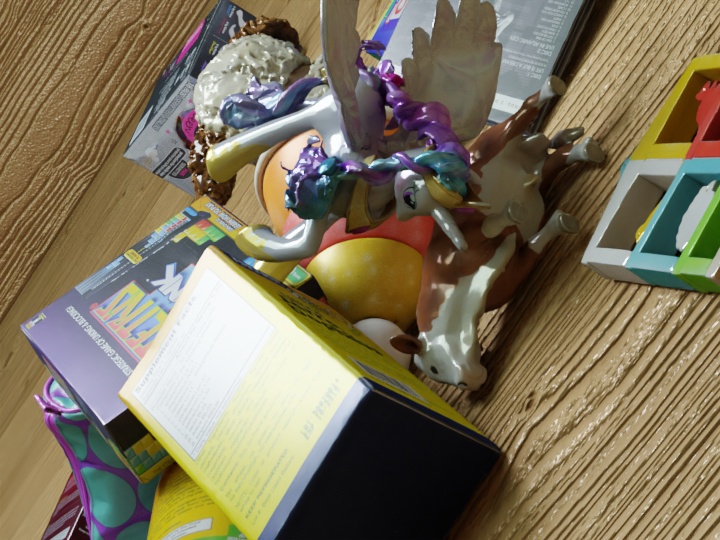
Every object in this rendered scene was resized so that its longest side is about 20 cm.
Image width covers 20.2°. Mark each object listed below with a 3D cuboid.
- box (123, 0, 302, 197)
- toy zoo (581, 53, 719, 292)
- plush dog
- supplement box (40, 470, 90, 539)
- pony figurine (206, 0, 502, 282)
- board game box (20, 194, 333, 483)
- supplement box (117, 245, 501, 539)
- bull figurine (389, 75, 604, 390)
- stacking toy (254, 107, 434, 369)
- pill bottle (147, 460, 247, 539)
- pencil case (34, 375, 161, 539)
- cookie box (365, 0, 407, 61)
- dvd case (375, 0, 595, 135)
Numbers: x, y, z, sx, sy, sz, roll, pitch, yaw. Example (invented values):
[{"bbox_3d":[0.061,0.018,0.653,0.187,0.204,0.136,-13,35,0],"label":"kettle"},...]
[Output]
[{"bbox_3d":[-0.171,-0.193,2.334,0.200,0.114,0.133,-43,23,52],"label":"box"},{"bbox_3d":[0.176,-0.053,1.034,0.132,0.020,0.200,-60,14,-4],"label":"toy zoo"},{"bbox_3d":[-0.046,-0.116,1.544,0.161,0.171,0.201,100,-171,-55],"label":"plush dog"},{"bbox_3d":[-0.227,0.195,1.840,0.109,0.061,0.201,-37,27,55],"label":"supplement box"},{"bbox_3d":[-0.001,-0.088,1.215,0.199,0.166,0.194,-15,67,41],"label":"pony figurine"},{"bbox_3d":[-0.124,0.039,1.355,0.165,0.057,0.200,-35,28,-12],"label":"board game box"},{"bbox_3d":[-0.033,0.086,1.152,0.109,0.109,0.200,-58,39,5],"label":"supplement box"},{"bbox_3d":[0.082,-0.024,1.213,0.121,0.065,0.201,-40,26,44],"label":"bull figurine"},{"bbox_3d":[0.000,0.000,1.375,0.146,0.145,0.201,-46,34,42],"label":"stacking toy"},{"bbox_3d":[-0.079,0.169,1.275,0.111,0.111,0.200,-53,16,23],"label":"pill bottle"},{"bbox_3d":[-0.175,0.161,1.482,0.092,0.201,0.085,-22,30,-23],"label":"pencil case"},{"bbox_3d":[0.092,-0.217,1.547,0.172,0.075,0.200,-59,14,1],"label":"cookie box"},{"bbox_3d":[0.103,-0.200,1.409,0.148,0.016,0.201,20,82,40],"label":"dvd case"}]
